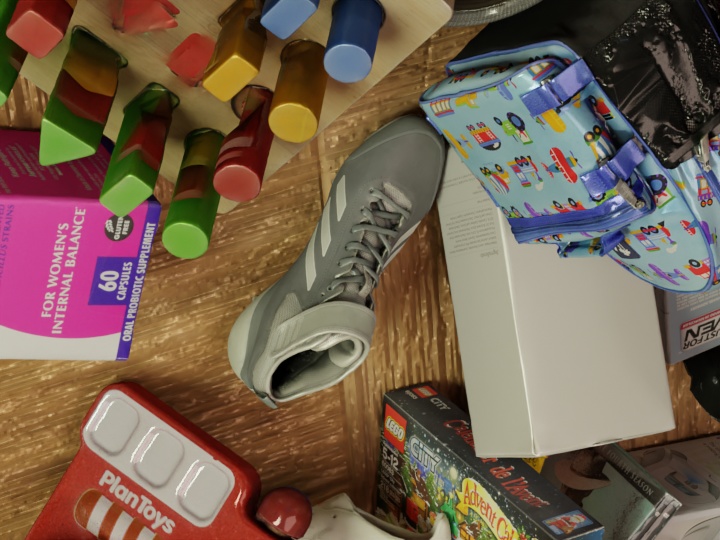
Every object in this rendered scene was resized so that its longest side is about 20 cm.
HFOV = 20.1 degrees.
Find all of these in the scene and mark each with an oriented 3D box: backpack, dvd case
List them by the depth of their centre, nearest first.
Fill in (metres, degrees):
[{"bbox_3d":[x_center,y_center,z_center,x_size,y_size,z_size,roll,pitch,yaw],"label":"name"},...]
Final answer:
[{"bbox_3d":[0.155,-0.066,1.164,0.135,0.183,0.200,-42,108,-17],"label":"backpack"},{"bbox_3d":[0.118,0.200,1.393,0.022,0.146,0.200,37,95,-32],"label":"dvd case"}]

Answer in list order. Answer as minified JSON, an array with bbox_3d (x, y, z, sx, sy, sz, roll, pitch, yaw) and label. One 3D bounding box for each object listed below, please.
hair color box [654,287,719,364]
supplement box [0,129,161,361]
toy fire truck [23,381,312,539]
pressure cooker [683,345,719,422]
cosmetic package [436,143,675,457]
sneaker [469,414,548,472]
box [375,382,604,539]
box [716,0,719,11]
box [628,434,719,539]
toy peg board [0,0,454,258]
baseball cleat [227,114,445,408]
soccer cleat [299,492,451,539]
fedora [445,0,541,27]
[{"bbox_3d":[0.194,-0.050,1.330,0.061,0.099,0.200,-20,123,-20],"label":"hair color box"},{"bbox_3d":[-0.225,-0.017,1.118,0.200,0.103,0.101,2,115,-28],"label":"supplement box"},{"bbox_3d":[-0.113,0.183,1.235,0.168,0.200,0.112,-60,162,7],"label":"toy fire truck"},{"bbox_3d":[0.338,0.023,1.405,0.200,0.179,0.176,-2,141,-28],"label":"pressure cooker"},{"bbox_3d":[0.120,0.012,1.278,0.108,0.085,0.200,-6,88,-26],"label":"cosmetic package"},{"bbox_3d":[0.108,0.096,1.376,0.073,0.077,0.200,0,114,-27],"label":"sneaker"},{"bbox_3d":[0.078,0.179,1.324,0.038,0.200,0.137,-13,121,-29],"label":"box"},{"bbox_3d":[0.270,-0.229,1.214,0.166,0.200,0.164,35,96,-36],"label":"box"},{"bbox_3d":[0.236,0.234,1.509,0.176,0.097,0.200,-7,117,-23],"label":"box"},{"bbox_3d":[-0.092,-0.114,1.037,0.200,0.098,0.199,36,127,-22],"label":"toy peg board"},{"bbox_3d":[0.000,0.000,1.246,0.070,0.106,0.200,31,96,-32],"label":"baseball cleat"},{"bbox_3d":[-0.038,0.179,1.319,0.200,0.069,0.078,8,96,1],"label":"soccer cleat"},{"bbox_3d":[0.037,-0.230,1.135,0.200,0.090,0.177,21,131,-9],"label":"fedora"}]
